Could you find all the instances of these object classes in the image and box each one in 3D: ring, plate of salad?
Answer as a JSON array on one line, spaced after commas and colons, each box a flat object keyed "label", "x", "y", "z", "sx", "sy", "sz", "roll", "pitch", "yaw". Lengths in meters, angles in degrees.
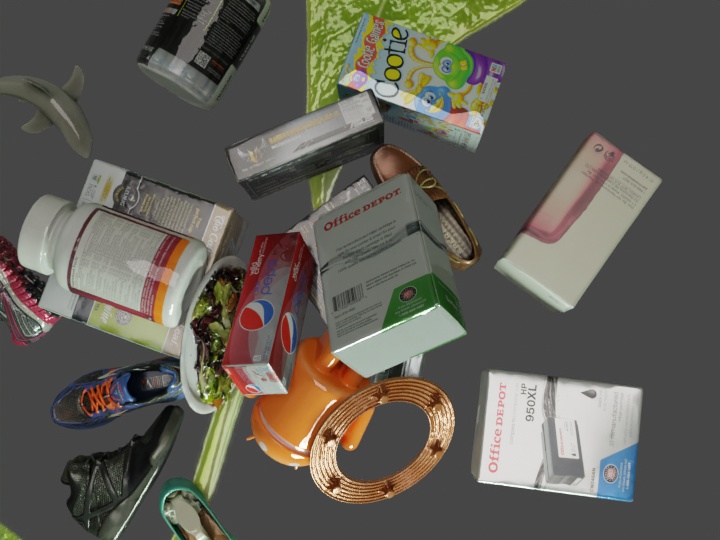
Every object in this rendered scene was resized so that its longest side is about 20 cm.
[{"label": "ring", "x": 0.031, "y": 0.219, "z": 1.243, "sx": 0.199, "sy": 0.019, "sz": 0.202, "roll": -12, "pitch": 126, "yaw": -17}, {"label": "plate of salad", "x": -0.168, "y": 0.082, "z": 1.240, "sx": 0.048, "sy": 0.200, "sz": 0.202, "roll": 10, "pitch": 84, "yaw": 19}]

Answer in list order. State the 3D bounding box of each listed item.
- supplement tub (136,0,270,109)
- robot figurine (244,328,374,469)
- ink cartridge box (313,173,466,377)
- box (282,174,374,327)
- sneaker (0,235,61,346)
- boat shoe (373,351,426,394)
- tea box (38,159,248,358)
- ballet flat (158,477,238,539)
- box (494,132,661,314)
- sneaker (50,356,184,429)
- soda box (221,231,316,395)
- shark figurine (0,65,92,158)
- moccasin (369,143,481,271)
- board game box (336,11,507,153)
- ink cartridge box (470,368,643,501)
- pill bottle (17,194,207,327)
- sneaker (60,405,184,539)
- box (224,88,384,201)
[{"label": "supplement tub", "x": -0.200, "y": -0.328, "z": 1.321, "sx": 0.122, "sy": 0.123, "sz": 0.201, "roll": 30, "pitch": 86, "yaw": 4}, {"label": "robot figurine", "x": -0.062, "y": 0.167, "z": 1.254, "sx": 0.200, "sy": 0.143, "sz": 0.117, "roll": -54, "pitch": 53, "yaw": 23}, {"label": "ink cartridge box", "x": 0.031, "y": 0.004, "z": 1.189, "sx": 0.146, "sy": 0.083, "sz": 0.201, "roll": -25, "pitch": 51, "yaw": 21}, {"label": "box", "x": 0.000, "y": 0.000, "z": 1.318, "sx": 0.157, "sy": 0.050, "sz": 0.201, "roll": -36, "pitch": 84, "yaw": -2}, {"label": "sneaker", "x": -0.488, "y": 0.012, "z": 1.319, "sx": 0.075, "sy": 0.081, "sz": 0.200, "roll": -44, "pitch": 81, "yaw": 10}, {"label": "boat shoe", "x": 0.054, "y": 0.054, "z": 1.249, "sx": 0.070, "sy": 0.072, "sz": 0.202, "roll": 8, "pitch": 83, "yaw": 6}, {"label": "tea box", "x": -0.275, "y": -0.010, "z": 1.286, "sx": 0.195, "sy": 0.134, "sz": 0.201, "roll": 20, "pitch": 86, "yaw": 4}, {"label": "ballet flat", "x": -0.197, "y": 0.357, "z": 1.278, "sx": 0.067, "sy": 0.070, "sz": 0.200, "roll": -38, "pitch": 85, "yaw": -3}, {"label": "box", "x": 0.276, "y": -0.057, "z": 1.277, "sx": 0.109, "sy": 0.128, "sz": 0.201, "roll": 36, "pitch": 86, "yaw": 5}, {"label": "sneaker", "x": -0.315, "y": 0.155, "z": 1.298, "sx": 0.199, "sy": 0.078, "sz": 0.076, "roll": -20, "pitch": 83, "yaw": 0}, {"label": "soda box", "x": -0.109, "y": 0.050, "z": 1.212, "sx": 0.063, "sy": 0.070, "sz": 0.201, "roll": -5, "pitch": 50, "yaw": 19}, {"label": "shark figurine", "x": -0.461, "y": -0.238, "z": 1.339, "sx": 0.213, "sy": 0.090, "sz": 0.129, "roll": 11, "pitch": 83, "yaw": 1}, {"label": "moccasin", "x": 0.085, "y": -0.085, "z": 1.310, "sx": 0.073, "sy": 0.078, "sz": 0.202, "roll": -33, "pitch": 84, "yaw": -2}, {"label": "board game box", "x": 0.080, "y": -0.247, "z": 1.313, "sx": 0.199, "sy": 0.105, "sz": 0.104, "roll": 20, "pitch": 85, "yaw": 3}, {"label": "ink cartridge box", "x": 0.250, "y": 0.210, "z": 1.272, "sx": 0.198, "sy": 0.084, "sz": 0.146, "roll": 6, "pitch": 84, "yaw": 3}, {"label": "pill bottle", "x": -0.290, "y": -0.015, "z": 1.164, "sx": 0.199, "sy": 0.110, "sz": 0.110, "roll": 19, "pitch": 85, "yaw": 4}, {"label": "sneaker", "x": -0.315, "y": 0.247, "z": 1.290, "sx": 0.114, "sy": 0.076, "sz": 0.200, "roll": 33, "pitch": 91, "yaw": -2}, {"label": "box", "x": -0.067, "y": -0.159, "z": 1.282, "sx": 0.199, "sy": 0.158, "sz": 0.049, "roll": -22, "pitch": 86, "yaw": 0}]
